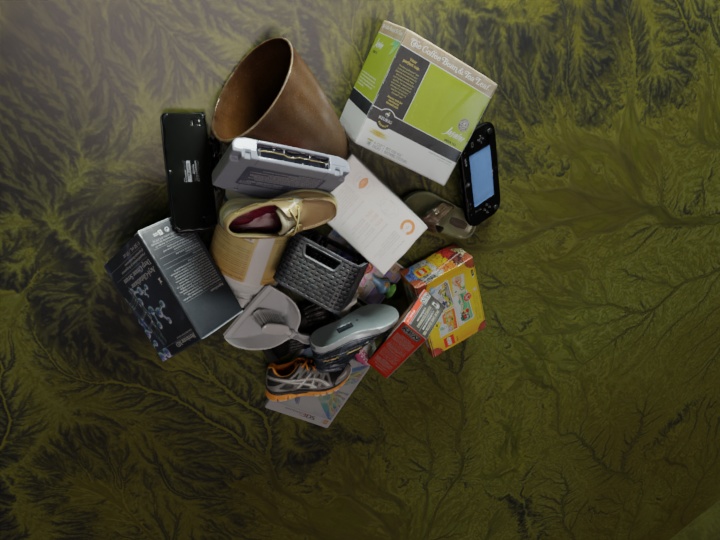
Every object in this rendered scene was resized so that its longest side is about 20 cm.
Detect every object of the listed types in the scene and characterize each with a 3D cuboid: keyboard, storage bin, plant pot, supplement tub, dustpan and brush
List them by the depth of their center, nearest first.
[{"bbox_3d":[-0.115,-0.244,0.933,0.187,0.188,0.199,-46,135,11],"label":"plant pot"},{"bbox_3d":[-0.282,-0.167,0.949,0.102,0.039,0.206,-6,89,-22],"label":"keyboard"},{"bbox_3d":[-0.200,-0.050,1.014,0.142,0.145,0.204,14,113,-23],"label":"supplement tub"},{"bbox_3d":[-0.067,-0.003,1.027,0.133,0.200,0.095,27,96,4],"label":"storage bin"},{"bbox_3d":[-0.151,0.111,1.069,0.140,0.057,0.199,-47,152,11],"label":"dustpan and brush"}]

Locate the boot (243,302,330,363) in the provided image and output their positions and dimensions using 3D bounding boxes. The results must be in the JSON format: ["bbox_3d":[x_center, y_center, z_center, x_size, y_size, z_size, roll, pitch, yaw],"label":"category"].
[{"bbox_3d":[-0.150,0.091,1.143,0.154,0.080,0.214,-20,132,2],"label":"boot"}]

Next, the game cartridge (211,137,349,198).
[{"bbox_3d":[-0.132,-0.155,0.893,0.196,0.042,0.133,5,159,-31],"label":"game cartridge"}]

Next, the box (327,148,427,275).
[{"bbox_3d":[0.011,-0.113,1.050,0.199,0.098,0.124,42,100,-17],"label":"box"}]

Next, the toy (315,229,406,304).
[{"bbox_3d":[0.000,0.000,1.162,0.198,0.047,0.116,33,102,-30],"label":"toy"}]

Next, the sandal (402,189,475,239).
[{"bbox_3d":[0.165,-0.111,1.148,0.196,0.058,0.081,12,114,-23],"label":"sandal"}]

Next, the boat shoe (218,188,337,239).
[{"bbox_3d":[-0.127,-0.083,0.893,0.195,0.067,0.076,-10,121,-12],"label":"boat shoe"}]

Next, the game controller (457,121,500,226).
[{"bbox_3d":[0.241,-0.193,1.124,0.104,0.042,0.204,-37,128,-33],"label":"game controller"}]

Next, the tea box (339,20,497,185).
[{"bbox_3d":[0.097,-0.295,0.982,0.196,0.134,0.199,20,111,-26],"label":"tea box"}]

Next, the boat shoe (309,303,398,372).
[{"bbox_3d":[-0.012,0.140,1.148,0.196,0.071,0.092,-19,135,-16],"label":"boat shoe"}]

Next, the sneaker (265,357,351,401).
[{"bbox_3d":[-0.114,0.227,1.210,0.195,0.078,0.079,-12,112,-12],"label":"sneaker"}]

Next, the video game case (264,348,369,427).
[{"bbox_3d":[-0.101,0.267,1.291,0.180,0.022,0.202,26,107,-28],"label":"video game case"}]

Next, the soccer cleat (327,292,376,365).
[{"bbox_3d":[0.004,0.133,1.214,0.085,0.071,0.202,-19,124,21],"label":"soccer cleat"}]

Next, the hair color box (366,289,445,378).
[{"bbox_3d":[0.093,0.137,1.162,0.061,0.102,0.201,37,140,2],"label":"hair color box"}]

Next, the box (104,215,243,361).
[{"bbox_3d":[-0.326,0.030,0.963,0.147,0.107,0.203,-27,96,40],"label":"box"}]

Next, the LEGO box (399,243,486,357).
[{"bbox_3d":[0.186,0.068,1.230,0.146,0.077,0.203,-26,123,-12],"label":"LEGO box"}]
